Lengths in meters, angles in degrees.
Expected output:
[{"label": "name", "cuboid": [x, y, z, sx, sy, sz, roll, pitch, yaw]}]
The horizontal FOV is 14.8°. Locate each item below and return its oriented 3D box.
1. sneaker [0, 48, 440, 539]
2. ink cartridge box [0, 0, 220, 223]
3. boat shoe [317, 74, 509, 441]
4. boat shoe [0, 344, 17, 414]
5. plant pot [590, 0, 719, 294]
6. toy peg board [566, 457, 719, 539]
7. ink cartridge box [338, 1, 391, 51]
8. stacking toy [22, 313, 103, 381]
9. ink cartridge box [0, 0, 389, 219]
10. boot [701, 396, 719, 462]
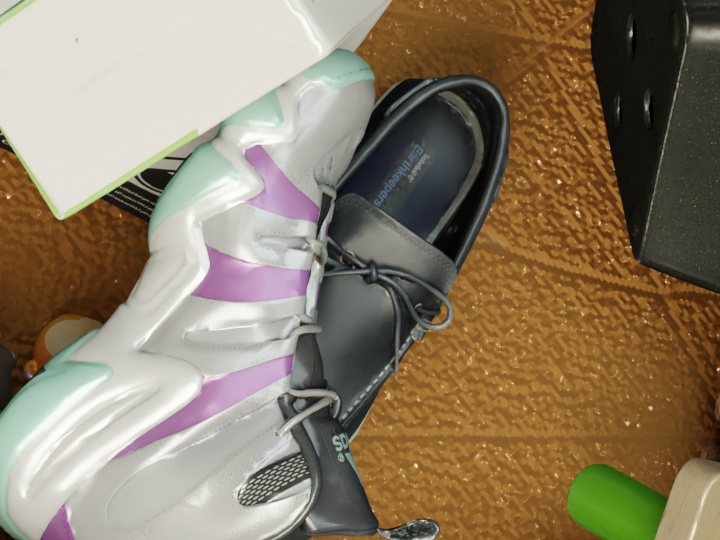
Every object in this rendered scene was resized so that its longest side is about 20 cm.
[{"label": "sneaker", "cuboid": [-0.022, 0.037, 0.939, 0.140, 0.078, 0.200, 37, 95, 10]}, {"label": "ink cartridge box", "cuboid": [-0.120, -0.081, 1.035, 0.199, 0.094, 0.044, 27, 64, -15]}, {"label": "boat shoe", "cuboid": [0.000, 0.000, 1.086, 0.075, 0.062, 0.200, 38, 64, -13]}, {"label": "boat shoe", "cuboid": [-0.161, 0.057, 0.935, 0.072, 0.200, 0.060, -21, 92, 11]}, {"label": "plant pot", "cuboid": [0.194, -0.095, 1.115, 0.176, 0.201, 0.200, -1, 48, -7]}, {"label": "toy peg board", "cuboid": [0.144, 0.171, 1.062, 0.198, 0.098, 0.201, 14, 97, -35]}, {"label": "ink cartridge box", "cuboid": [-0.006, -0.204, 1.062, 0.083, 0.147, 0.201, 20, 46, -21]}, {"label": "stacking toy", "cuboid": [-0.077, 0.104, 1.006, 0.116, 0.110, 0.201, -8, 67, -27]}, {"label": "ink cartridge box", "cuboid": [-0.036, -0.102, 0.924, 0.067, 0.117, 0.200, 56, 28, -8]}, {"label": "boot", "cuboid": [0.229, 0.052, 1.167, 0.154, 0.074, 0.201, 26, 62, -11]}]
